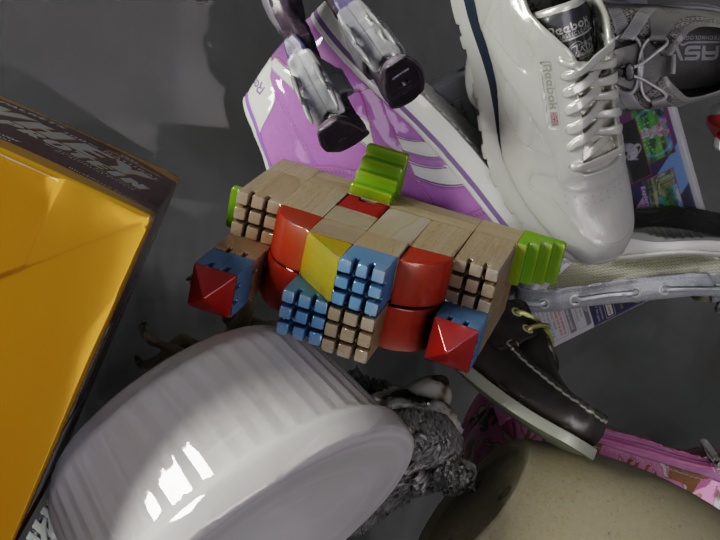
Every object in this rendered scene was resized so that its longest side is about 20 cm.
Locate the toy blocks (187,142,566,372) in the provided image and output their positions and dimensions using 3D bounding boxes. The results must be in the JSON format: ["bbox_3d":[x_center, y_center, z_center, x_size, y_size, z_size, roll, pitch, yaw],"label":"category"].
[{"bbox_3d":[0.000,0.000,0.810,0.199,0.137,0.100,17,112,11],"label":"toy blocks"}]

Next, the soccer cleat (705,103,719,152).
[{"bbox_3d":[0.318,-0.099,1.016,0.199,0.069,0.086,13,91,-25],"label":"soccer cleat"}]

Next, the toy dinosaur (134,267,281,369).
[{"bbox_3d":[-0.067,0.043,0.918,0.199,0.058,0.101,-28,113,16],"label":"toy dinosaur"}]

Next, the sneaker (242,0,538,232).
[{"bbox_3d":[0.016,-0.057,0.905,0.200,0.073,0.114,44,103,-4],"label":"sneaker"}]

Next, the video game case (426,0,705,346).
[{"bbox_3d":[0.133,-0.056,0.984,0.182,0.023,0.201,-25,110,-11],"label":"video game case"}]

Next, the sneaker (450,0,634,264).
[{"bbox_3d":[0.112,-0.098,0.839,0.076,0.080,0.201,-27,100,-30],"label":"sneaker"}]

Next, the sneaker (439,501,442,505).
[{"bbox_3d":[0.074,0.250,1.021,0.090,0.070,0.201,-24,113,-15],"label":"sneaker"}]

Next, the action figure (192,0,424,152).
[{"bbox_3d":[-0.037,-0.169,0.832,0.130,0.069,0.201,-35,72,15],"label":"action figure"}]

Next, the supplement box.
[{"bbox_3d":[-0.197,0.022,0.779,0.132,0.200,0.198,24,96,-6],"label":"supplement box"}]

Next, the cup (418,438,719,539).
[{"bbox_3d":[0.116,0.185,0.891,0.143,0.200,0.200,42,89,-9],"label":"cup"}]

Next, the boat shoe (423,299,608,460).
[{"bbox_3d":[0.078,0.040,0.899,0.061,0.201,0.072,-52,140,-2],"label":"boat shoe"}]

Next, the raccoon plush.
[{"bbox_3d":[0.004,0.152,0.934,0.096,0.134,0.201,11,101,-23],"label":"raccoon plush"}]

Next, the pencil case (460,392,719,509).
[{"bbox_3d":[0.161,0.137,1.014,0.199,0.083,0.087,17,93,-22],"label":"pencil case"}]

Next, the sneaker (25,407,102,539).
[{"bbox_3d":[-0.194,0.178,0.909,0.108,0.070,0.201,3,107,-21],"label":"sneaker"}]

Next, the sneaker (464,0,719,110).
[{"bbox_3d":[0.161,-0.133,0.916,0.199,0.082,0.075,-11,107,-16],"label":"sneaker"}]

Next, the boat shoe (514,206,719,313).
[{"bbox_3d":[0.198,-0.002,0.972,0.201,0.074,0.065,1,109,-15],"label":"boat shoe"}]

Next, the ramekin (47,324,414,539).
[{"bbox_3d":[-0.077,0.115,0.811,0.202,0.203,0.094,-35,69,-7],"label":"ramekin"}]
